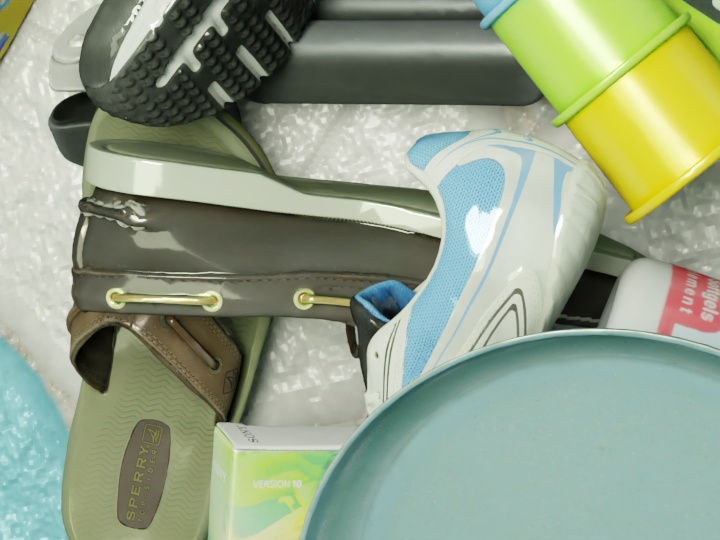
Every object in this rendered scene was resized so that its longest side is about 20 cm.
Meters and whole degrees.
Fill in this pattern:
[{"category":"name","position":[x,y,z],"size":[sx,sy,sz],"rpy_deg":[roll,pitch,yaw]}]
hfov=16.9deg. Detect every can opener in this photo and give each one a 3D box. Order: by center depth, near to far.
[{"category":"can opener","position":[-0.022,-0.076,0.883],"size":[0.199,0.053,0.067],"rpy_deg":[-2,131,21]}]

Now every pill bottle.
[{"category":"pill bottle","position":[0.165,0.076,0.791],"size":[0.199,0.109,0.109],"rpy_deg":[18,104,3]}]

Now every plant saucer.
[{"category":"plant saucer","position":[0.079,0.105,0.747],"size":[0.199,0.027,0.201],"rpy_deg":[5,113,11]}]

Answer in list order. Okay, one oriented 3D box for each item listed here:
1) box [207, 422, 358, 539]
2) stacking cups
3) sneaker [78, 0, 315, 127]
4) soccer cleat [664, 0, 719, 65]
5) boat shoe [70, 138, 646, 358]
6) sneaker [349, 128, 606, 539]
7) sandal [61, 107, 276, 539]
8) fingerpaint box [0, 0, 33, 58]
[{"category":"box","position":[0.013,0.155,0.864],"size":[0.144,0.036,0.201],"rpy_deg":[0,99,-17]},{"category":"stacking cups","position":[0.049,-0.111,0.784],"size":[0.060,0.060,0.200],"rpy_deg":[-39,87,20]},{"category":"sneaker","position":[-0.042,-0.138,0.840],"size":[0.080,0.074,0.200],"rpy_deg":[25,71,24]},{"category":"soccer cleat","position":[0.109,-0.128,0.819],"size":[0.081,0.068,0.200],"rpy_deg":[-43,88,9]},{"category":"boat shoe","position":[0.000,0.000,0.843],"size":[0.200,0.072,0.061],"rpy_deg":[10,98,-8]},{"category":"sneaker","position":[0.025,0.048,0.795],"size":[0.072,0.072,0.201],"rpy_deg":[18,109,14]},{"category":"sandal","position":[-0.074,0.030,0.892],"size":[0.079,0.057,0.202],"rpy_deg":[10,109,12]},{"category":"fingerpaint box","position":[-0.206,-0.138,0.919],"size":[0.167,0.073,0.200],"rpy_deg":[37,108,11]}]
